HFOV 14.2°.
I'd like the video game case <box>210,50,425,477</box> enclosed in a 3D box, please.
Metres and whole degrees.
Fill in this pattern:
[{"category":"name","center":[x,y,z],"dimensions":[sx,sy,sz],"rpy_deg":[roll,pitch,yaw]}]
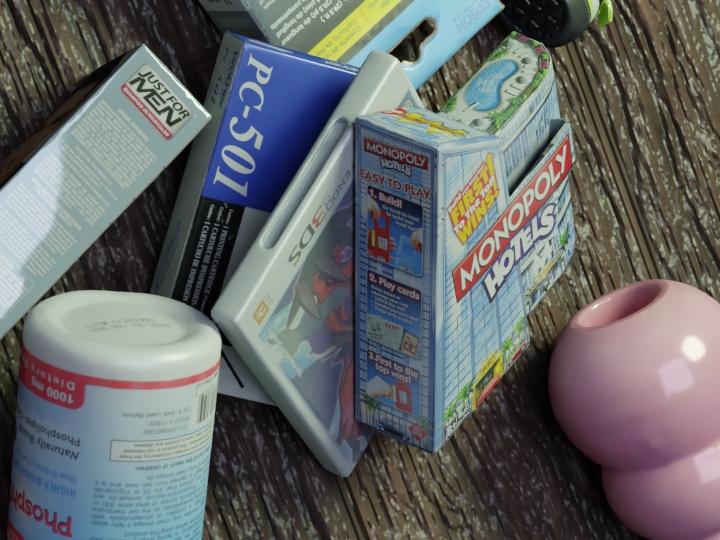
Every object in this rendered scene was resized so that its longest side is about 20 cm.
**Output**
[{"category":"video game case","center":[0.000,0.000,1.667],"dimensions":[0.183,0.023,0.200],"rpy_deg":[-59,150,-17]}]

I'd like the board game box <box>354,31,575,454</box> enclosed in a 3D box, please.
[{"category":"board game box","center":[0.063,-0.035,1.665],"dimensions":[0.200,0.061,0.200],"rpy_deg":[-48,145,-32]}]

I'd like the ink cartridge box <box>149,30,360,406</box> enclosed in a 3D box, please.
[{"category":"ink cartridge box","center":[-0.059,-0.028,1.665],"dimensions":[0.094,0.044,0.201],"rpy_deg":[13,99,-22]}]

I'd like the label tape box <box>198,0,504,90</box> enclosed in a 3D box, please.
[{"category":"label tape box","center":[-0.028,-0.192,1.712],"dimensions":[0.144,0.063,0.200],"rpy_deg":[-43,113,-21]}]

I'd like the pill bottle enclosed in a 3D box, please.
[{"category":"pill bottle","center":[-0.139,0.120,1.590],"dimensions":[0.108,0.109,0.201],"rpy_deg":[-1,109,-24]}]

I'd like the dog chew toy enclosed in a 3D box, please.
[{"category":"dog chew toy","center":[0.194,0.109,1.763],"dimensions":[0.124,0.124,0.201],"rpy_deg":[-30,106,-23]}]

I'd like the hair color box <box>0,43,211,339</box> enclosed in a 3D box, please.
[{"category":"hair color box","center":[-0.182,-0.032,1.614],"dimensions":[0.061,0.099,0.200],"rpy_deg":[47,69,-12]}]

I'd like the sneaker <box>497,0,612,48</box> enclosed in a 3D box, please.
[{"category":"sneaker","center":[0.087,-0.227,1.781],"dimensions":[0.201,0.072,0.083],"rpy_deg":[58,44,-10]}]
